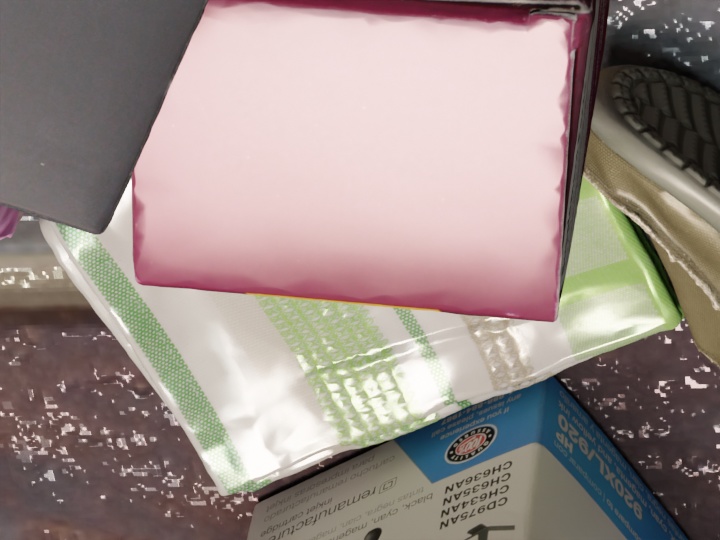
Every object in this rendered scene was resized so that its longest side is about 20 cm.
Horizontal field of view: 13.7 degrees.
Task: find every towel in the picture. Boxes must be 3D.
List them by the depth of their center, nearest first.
[{"bbox_3d":[0.000,0.000,1.092,0.199,0.031,0.149,-21,121,23],"label":"towel"}]

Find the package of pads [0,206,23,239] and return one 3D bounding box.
[{"bbox_3d":[-0.223,-0.048,1.065,0.199,0.076,0.121,-14,122,19],"label":"package of pads"}]

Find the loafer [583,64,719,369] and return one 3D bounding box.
[{"bbox_3d":[0.138,0.009,1.046,0.200,0.075,0.070,41,119,-20],"label":"loafer"}]

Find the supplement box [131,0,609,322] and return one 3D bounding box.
[{"bbox_3d":[0.011,-0.080,0.918,0.130,0.200,0.104,6,119,6],"label":"supplement box"}]

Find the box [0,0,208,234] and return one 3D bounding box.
[{"bbox_3d":[-0.156,-0.115,0.795,0.199,0.182,0.105,18,106,-25],"label":"box"}]

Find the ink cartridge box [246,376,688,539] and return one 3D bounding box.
[{"bbox_3d":[0.041,0.172,1.106,0.147,0.200,0.145,-26,119,25],"label":"ink cartridge box"}]
